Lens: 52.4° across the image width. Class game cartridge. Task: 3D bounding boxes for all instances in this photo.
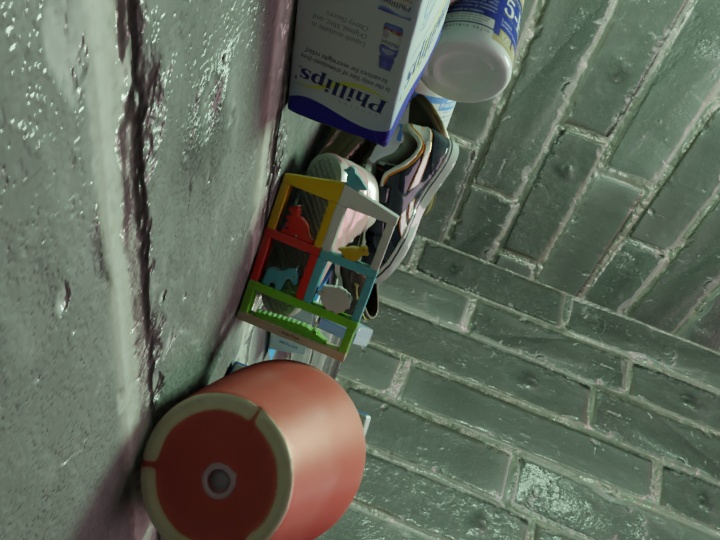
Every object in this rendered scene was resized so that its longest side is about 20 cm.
[{"bbox_3d":[-0.043,0.094,1.296,0.041,0.133,0.200,-62,176,-2],"label":"game cartridge"}]

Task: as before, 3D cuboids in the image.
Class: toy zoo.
[{"bbox_3d":[-0.042,-0.017,0.787,0.020,0.130,0.201,-49,159,-78],"label":"toy zoo"}]

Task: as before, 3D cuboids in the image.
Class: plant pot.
[{"bbox_3d":[-0.106,0.186,0.703,0.177,0.199,0.202,31,80,-77],"label":"plant pot"}]

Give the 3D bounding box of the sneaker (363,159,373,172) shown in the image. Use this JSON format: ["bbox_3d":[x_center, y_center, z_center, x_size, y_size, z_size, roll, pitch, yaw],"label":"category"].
[{"bbox_3d":[0.021,-0.098,1.024,0.073,0.114,0.200,-58,-173,-2],"label":"sneaker"}]

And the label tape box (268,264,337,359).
[{"bbox_3d":[-0.077,0.038,1.064,0.201,0.066,0.144,103,9,-52],"label":"label tape box"}]

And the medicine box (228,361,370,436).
[{"bbox_3d":[-0.094,0.219,0.941,0.200,0.181,0.103,103,9,-66],"label":"medicine box"}]

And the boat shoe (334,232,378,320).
[{"bbox_3d":[0.000,0.000,1.005,0.201,0.059,0.072,94,18,-51],"label":"boat shoe"}]

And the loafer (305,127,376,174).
[{"bbox_3d":[-0.008,-0.179,0.907,0.200,0.067,0.076,-51,167,-16],"label":"loafer"}]

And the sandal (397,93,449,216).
[{"bbox_3d":[0.072,-0.139,0.977,0.054,0.080,0.201,-26,149,-26],"label":"sandal"}]

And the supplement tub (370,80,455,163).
[{"bbox_3d":[0.071,-0.232,1.161,0.132,0.131,0.201,-62,171,-55],"label":"supplement tub"}]

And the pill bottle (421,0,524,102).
[{"bbox_3d":[0.145,-0.327,0.927,0.120,0.119,0.201,101,3,-67],"label":"pill bottle"}]

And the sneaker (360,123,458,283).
[{"bbox_3d":[0.038,-0.086,0.898,0.201,0.079,0.078,-62,-155,5],"label":"sneaker"}]

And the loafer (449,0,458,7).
[{"bbox_3d":[0.074,-0.334,0.841,0.200,0.073,0.071,-39,149,-1],"label":"loafer"}]

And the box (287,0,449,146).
[{"bbox_3d":[0.022,-0.251,0.647,0.200,0.104,0.185,106,7,-55],"label":"box"}]

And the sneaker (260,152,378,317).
[{"bbox_3d":[-0.039,-0.035,0.856,0.104,0.075,0.201,1,117,-56],"label":"sneaker"}]
